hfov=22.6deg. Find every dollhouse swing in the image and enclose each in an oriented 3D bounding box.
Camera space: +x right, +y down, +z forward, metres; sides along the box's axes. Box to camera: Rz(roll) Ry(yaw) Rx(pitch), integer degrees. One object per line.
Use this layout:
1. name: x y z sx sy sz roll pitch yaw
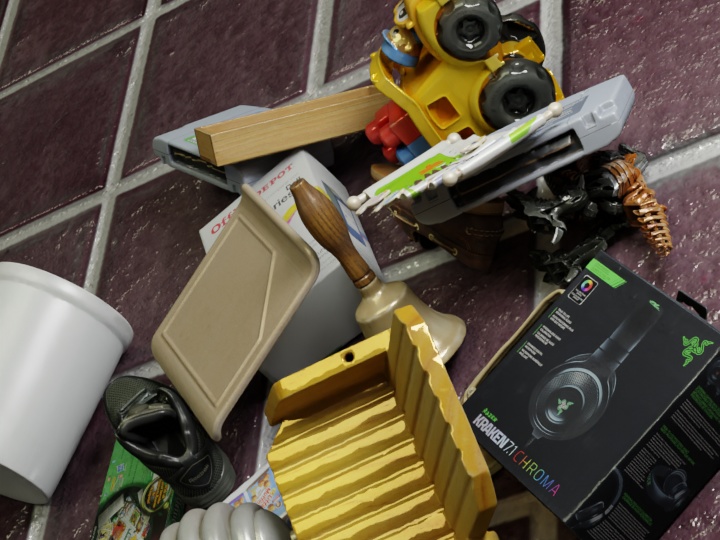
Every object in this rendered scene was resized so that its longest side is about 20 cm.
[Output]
1. dollhouse swing: 0.008 0.152 1.422 0.180 0.176 0.201 -24 72 5

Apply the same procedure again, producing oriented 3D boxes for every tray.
1. tray: -0.064 -0.149 1.846 0.198 0.037 0.099 -14 11 -13

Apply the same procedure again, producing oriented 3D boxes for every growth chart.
1. growth chart: 0.074 -0.092 1.553 0.144 0.018 0.200 -34 11 -23

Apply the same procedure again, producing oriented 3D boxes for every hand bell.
1. hand bell: 0.000 0.000 1.601 0.104 0.201 0.104 -30 20 12

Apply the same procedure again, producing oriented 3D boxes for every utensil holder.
1. utensil holder: -0.354 0.120 1.884 0.169 0.170 0.201 0 58 44

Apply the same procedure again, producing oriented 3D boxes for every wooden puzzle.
1. wooden puzzle: -0.116 0.038 1.694 0.201 0.037 0.185 -60 33 9

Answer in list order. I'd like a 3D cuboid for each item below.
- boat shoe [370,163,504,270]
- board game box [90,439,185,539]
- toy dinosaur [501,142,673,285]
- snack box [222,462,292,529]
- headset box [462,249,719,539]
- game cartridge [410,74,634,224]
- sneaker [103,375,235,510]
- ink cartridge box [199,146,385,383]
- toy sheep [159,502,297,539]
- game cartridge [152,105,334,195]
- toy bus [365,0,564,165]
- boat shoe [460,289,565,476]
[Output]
1. boat shoe: 0.066 -0.053 1.714 0.200 0.070 0.071 31 120 58
2. board game box: -0.215 0.228 1.768 0.104 0.023 0.201 -18 46 34
3. toy dinosaur: 0.204 -0.063 1.575 0.135 0.103 0.200 -34 14 -10
4. snack box: -0.055 0.190 1.645 0.200 0.024 0.072 -41 38 8
5. headset box: 0.203 0.104 1.418 0.200 0.093 0.174 -47 38 -1
6. game cartridge: 0.145 -0.106 1.576 0.199 0.042 0.133 -25 7 21
7. sneaker: -0.202 0.140 1.729 0.076 0.115 0.199 -39 43 -8
8. ink cartridge box: -0.067 -0.005 1.783 0.145 0.087 0.201 -38 36 13
9. toy sheep: -0.118 0.265 1.556 0.198 0.138 0.139 -20 42 9
10. game cartridge: -0.122 -0.134 1.942 0.133 0.041 0.199 -20 25 -31
11. toy bus: 0.074 -0.186 1.708 0.191 0.200 0.136 -31 27 19
12. boat shoe: 0.120 0.101 1.524 0.200 0.063 0.073 -49 38 -2
